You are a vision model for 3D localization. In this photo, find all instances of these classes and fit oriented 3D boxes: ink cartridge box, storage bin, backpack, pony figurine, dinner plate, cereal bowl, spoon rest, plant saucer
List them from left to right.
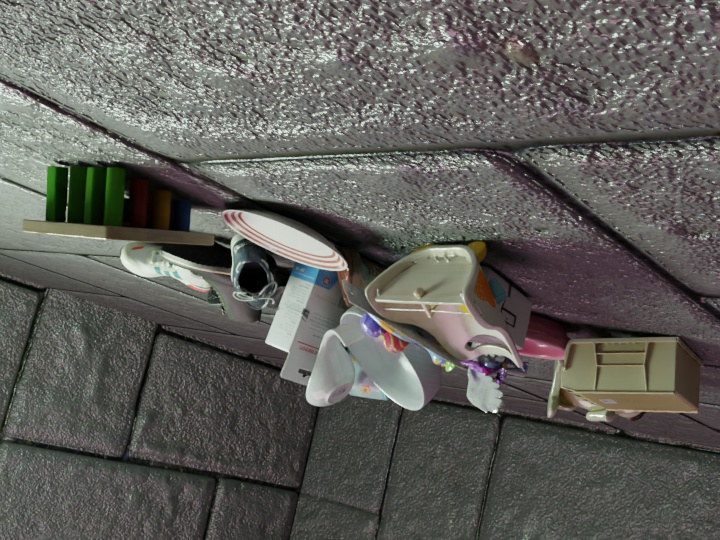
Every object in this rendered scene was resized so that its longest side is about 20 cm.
[{"bbox_3d":[-0.108,-0.050,1.367,0.198,0.025,0.200,20,168,4],"label":"dinner plate"},{"bbox_3d":[-0.085,0.088,1.596,0.066,0.202,0.115,17,174,42],"label":"ink cartridge box"},{"bbox_3d":[-0.041,0.155,1.557,0.099,0.061,0.201,-22,148,-31],"label":"spoon rest"},{"bbox_3d":[0.051,0.147,1.706,0.152,0.178,0.200,13,-168,22],"label":"backpack"},{"bbox_3d":[0.061,0.123,1.520,0.200,0.083,0.201,40,155,24],"label":"cereal bowl"},{"bbox_3d":[0.159,0.052,1.435,0.145,0.085,0.200,8,168,30],"label":"ink cartridge box"},{"bbox_3d":[0.249,0.187,1.911,0.198,0.169,0.192,2,-173,-42],"label":"pony figurine"},{"bbox_3d":[0.286,0.113,1.682,0.198,0.051,0.201,14,169,3],"label":"plant saucer"},{"bbox_3d":[0.470,0.183,1.624,0.197,0.095,0.199,-3,163,31],"label":"storage bin"}]

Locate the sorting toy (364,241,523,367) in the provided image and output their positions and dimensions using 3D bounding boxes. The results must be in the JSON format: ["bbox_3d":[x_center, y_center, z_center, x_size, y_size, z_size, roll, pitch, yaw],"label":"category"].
[{"bbox_3d":[0.137,0.061,1.262,0.199,0.107,0.181,1,133,52],"label":"sorting toy"}]

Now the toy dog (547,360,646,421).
[{"bbox_3d":[0.475,0.233,1.843,0.198,0.141,0.194,11,-178,11],"label":"toy dog"}]

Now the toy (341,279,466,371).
[{"bbox_3d":[0.053,0.092,1.361,0.198,0.048,0.115,28,-171,-13],"label":"toy"}]

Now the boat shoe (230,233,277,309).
[{"bbox_3d":[-0.175,0.015,1.549,0.074,0.062,0.201,-5,147,-10],"label":"boat shoe"}]

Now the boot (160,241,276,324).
[{"bbox_3d":[-0.257,0.025,1.652,0.198,0.078,0.139,15,127,-1],"label":"boot"}]

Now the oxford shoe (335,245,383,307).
[{"bbox_3d":[0.000,0.000,1.478,0.073,0.072,0.200,-15,166,-2],"label":"oxford shoe"}]

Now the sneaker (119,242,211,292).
[{"bbox_3d":[-0.354,-0.021,1.793,0.198,0.071,0.093,19,151,-21],"label":"sneaker"}]

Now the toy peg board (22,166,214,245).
[{"bbox_3d":[-0.347,-0.094,1.364,0.198,0.099,0.198,6,-177,36],"label":"toy peg board"}]

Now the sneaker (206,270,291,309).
[{"bbox_3d":[-0.192,0.044,1.800,0.198,0.061,0.104,-22,141,30],"label":"sneaker"}]
